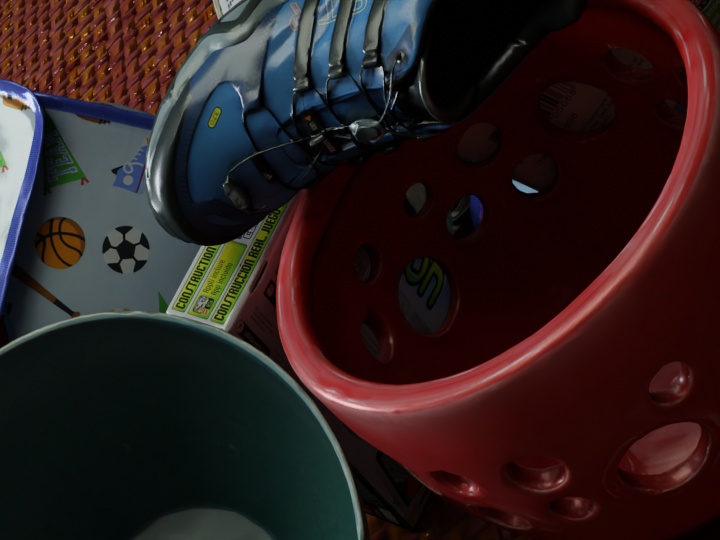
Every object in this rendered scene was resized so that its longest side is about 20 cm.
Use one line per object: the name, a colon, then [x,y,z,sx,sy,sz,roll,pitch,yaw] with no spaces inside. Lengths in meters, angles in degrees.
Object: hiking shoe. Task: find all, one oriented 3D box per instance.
hiking shoe: [-0.001,-0.076,0.698,0.200,0.074,0.087,-41,34,9]

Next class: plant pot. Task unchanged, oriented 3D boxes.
plant pot: [0.094,0.015,0.729,0.199,0.182,0.202,-26,42,26]
plant pot: [-0.083,0.131,0.760,0.198,0.135,0.203,-3,73,10]

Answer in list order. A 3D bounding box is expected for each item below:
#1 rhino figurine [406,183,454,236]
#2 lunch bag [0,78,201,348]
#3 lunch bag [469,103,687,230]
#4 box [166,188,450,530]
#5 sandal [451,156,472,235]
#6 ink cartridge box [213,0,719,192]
rhino figurine: [0.000,0.000,0.930,0.060,0.087,0.202,-71,4,-84]
lunch bag: [-0.159,-0.008,0.991,0.124,0.198,0.172,121,163,-88]
lunch bag: [0.129,-0.090,0.900,0.150,0.094,0.202,6,71,49]
box: [-0.003,0.025,0.832,0.034,0.200,0.111,15,67,33]
sandal: [0.037,-0.063,0.969,0.201,0.081,0.055,-57,12,-4]
ink cartridge box: [0.053,-0.133,0.788,0.147,0.199,0.083,-53,32,23]
